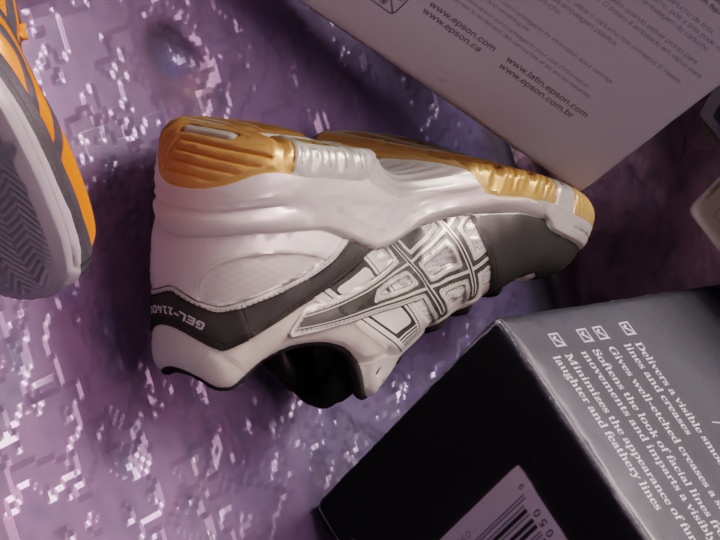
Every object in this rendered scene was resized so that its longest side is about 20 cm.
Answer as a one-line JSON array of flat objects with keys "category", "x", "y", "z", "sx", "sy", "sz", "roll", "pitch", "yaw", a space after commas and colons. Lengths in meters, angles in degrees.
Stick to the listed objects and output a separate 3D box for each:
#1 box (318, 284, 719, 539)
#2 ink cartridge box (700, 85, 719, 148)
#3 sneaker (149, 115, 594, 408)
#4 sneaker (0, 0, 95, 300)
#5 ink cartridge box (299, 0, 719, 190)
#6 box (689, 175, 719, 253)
[{"category": "box", "x": 0.112, "y": 0.096, "z": 0.852, "sx": 0.199, "sy": 0.107, "sz": 0.149, "roll": -6, "pitch": 56, "yaw": -49}, {"category": "ink cartridge box", "x": 0.228, "y": -0.142, "z": 0.907, "sx": 0.197, "sy": 0.201, "sz": 0.043, "roll": -30, "pitch": 67, "yaw": -30}, {"category": "sneaker", "x": 0.000, "y": 0.000, "z": 0.825, "sx": 0.199, "sy": 0.075, "sz": 0.088, "roll": 2, "pitch": 100, "yaw": -49}, {"category": "sneaker", "x": -0.112, "y": -0.097, "z": 0.694, "sx": 0.112, "sy": 0.077, "sz": 0.201, "roll": -48, "pitch": 118, "yaw": -42}, {"category": "ink cartridge box", "x": 0.066, "y": -0.136, "z": 0.789, "sx": 0.196, "sy": 0.200, "sz": 0.044, "roll": 33, "pitch": 37, "yaw": -26}, {"category": "box", "x": 0.206, "y": -0.020, "z": 0.920, "sx": 0.095, "sy": 0.078, "sz": 0.200, "roll": 51, "pitch": 25, "yaw": 12}]
